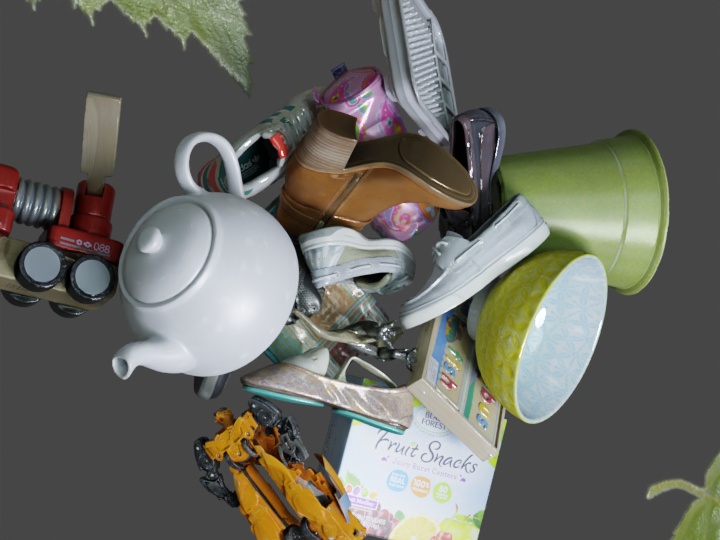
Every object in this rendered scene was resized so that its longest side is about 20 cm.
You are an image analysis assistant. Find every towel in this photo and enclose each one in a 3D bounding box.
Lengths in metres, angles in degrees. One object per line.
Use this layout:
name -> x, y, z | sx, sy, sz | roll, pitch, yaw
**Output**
towel -> -0.071, 0.031, 1.287 | 0.147, 0.022, 0.200 | -46, 107, -20

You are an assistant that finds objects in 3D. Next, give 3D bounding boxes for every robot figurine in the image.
robot figurine -> -0.089, 0.227, 1.214 | 0.201, 0.145, 0.058 | 54, 28, 2

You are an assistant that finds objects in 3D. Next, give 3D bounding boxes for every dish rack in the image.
dish rack -> 0.062, -0.233, 1.286 | 0.043, 0.200, 0.173 | -12, 74, 16

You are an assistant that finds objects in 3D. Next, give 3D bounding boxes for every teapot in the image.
teapot -> -0.165, -0.005, 1.113 | 0.197, 0.200, 0.146 | -40, 140, 6

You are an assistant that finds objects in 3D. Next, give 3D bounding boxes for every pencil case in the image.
pencil case -> 0.019, -0.131, 1.278 | 0.087, 0.087, 0.201 | -40, 121, -22

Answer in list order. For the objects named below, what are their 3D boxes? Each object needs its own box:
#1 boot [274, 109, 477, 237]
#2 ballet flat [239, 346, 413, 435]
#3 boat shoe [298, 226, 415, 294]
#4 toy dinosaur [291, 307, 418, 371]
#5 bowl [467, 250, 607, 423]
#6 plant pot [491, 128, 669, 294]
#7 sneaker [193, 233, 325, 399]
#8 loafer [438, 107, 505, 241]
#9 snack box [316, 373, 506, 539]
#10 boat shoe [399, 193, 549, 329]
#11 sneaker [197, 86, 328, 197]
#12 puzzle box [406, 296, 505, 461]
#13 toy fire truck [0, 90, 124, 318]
boot -> 0.011, -0.075, 1.225 | 0.198, 0.156, 0.077 | 17, 42, -13
ballet flat -> -0.032, 0.120, 1.218 | 0.198, 0.068, 0.068 | 19, 79, -21
boat shoe -> 0.001, 0.000, 1.256 | 0.202, 0.074, 0.065 | 19, 60, -61
toy dinosaur -> 0.010, 0.074, 1.233 | 0.200, 0.088, 0.048 | 21, 82, -57
bowl -> 0.187, 0.061, 1.296 | 0.200, 0.107, 0.202 | -31, 132, -42
plant pot -> 0.238, -0.073, 1.366 | 0.188, 0.200, 0.202 | 1, 87, -14
sneaker -> -0.104, 0.055, 1.217 | 0.114, 0.076, 0.201 | 26, 72, -17
loafer -> 0.115, -0.088, 1.304 | 0.063, 0.072, 0.202 | -7, 112, -41
snack box -> 0.055, 0.225, 1.313 | 0.199, 0.068, 0.170 | 19, 82, -25
boat shoe -> 0.114, -0.013, 1.257 | 0.200, 0.070, 0.072 | -35, 93, -10
sneaker -> -0.084, -0.138, 1.248 | 0.199, 0.093, 0.071 | -38, 104, -22
puzzle box -> 0.121, 0.108, 1.313 | 0.133, 0.025, 0.201 | 45, 34, -19
toy fire truck -> -0.313, -0.074, 1.127 | 0.175, 0.128, 0.202 | 16, 69, -24
